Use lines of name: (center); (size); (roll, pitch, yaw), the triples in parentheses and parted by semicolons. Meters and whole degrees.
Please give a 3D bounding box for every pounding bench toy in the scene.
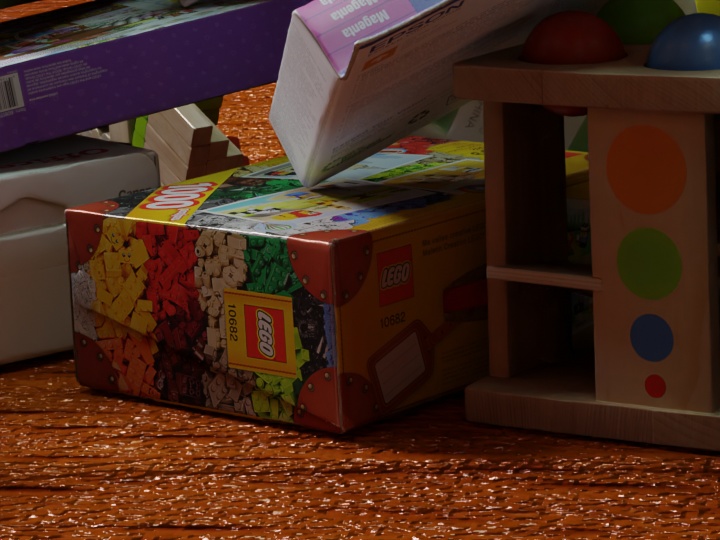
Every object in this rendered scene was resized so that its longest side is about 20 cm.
pounding bench toy: (0.140, -0.033, 1.183); (0.124, 0.156, 0.200); (5, 14, 33)

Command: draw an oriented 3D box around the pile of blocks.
pile of blocks: (-0.112, -0.080, 1.623); (0.062, 0.082, 0.200); (-11, 14, -32)

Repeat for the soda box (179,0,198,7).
soda box: (-0.035, -0.188, 1.371); (0.064, 0.068, 0.200); (-26, 10, 29)

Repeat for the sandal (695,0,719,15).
sandal: (0.212, -0.083, 1.357); (0.087, 0.200, 0.079); (-43, 57, -18)

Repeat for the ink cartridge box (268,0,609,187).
ink cartridge box: (0.062, -0.115, 1.145); (0.196, 0.043, 0.200); (-28, -9, -12)

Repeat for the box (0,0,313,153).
box: (-0.105, -0.096, 1.342); (0.200, 0.039, 0.137); (-16, 15, -21)

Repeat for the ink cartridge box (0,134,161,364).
ink cartridge box: (-0.199, -0.014, 1.337); (0.145, 0.083, 0.200); (-12, 15, -35)

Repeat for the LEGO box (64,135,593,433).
LEGO box: (0.000, 0.000, 1.244); (0.149, 0.077, 0.200); (7, 16, 39)

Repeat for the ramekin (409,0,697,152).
ramekin: (0.079, -0.096, 1.410); (0.199, 0.201, 0.098); (-4, 20, -7)

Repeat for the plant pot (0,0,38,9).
plant pot: (-0.162, -0.195, 1.380); (0.200, 0.201, 0.190); (6, 6, 35)
